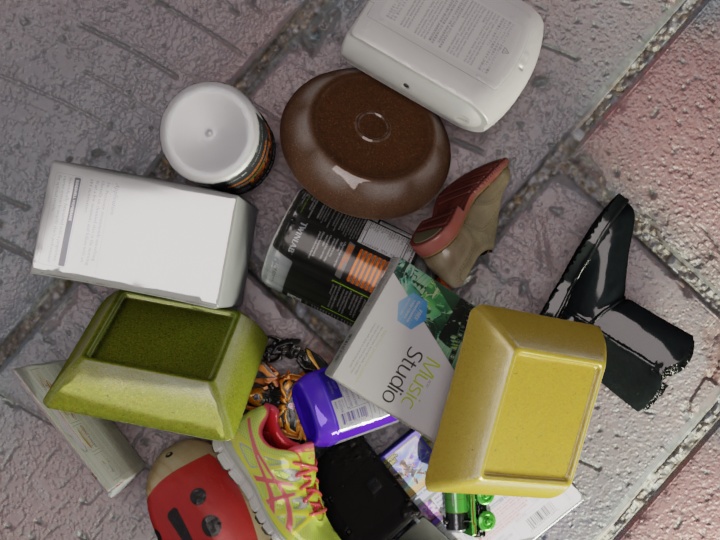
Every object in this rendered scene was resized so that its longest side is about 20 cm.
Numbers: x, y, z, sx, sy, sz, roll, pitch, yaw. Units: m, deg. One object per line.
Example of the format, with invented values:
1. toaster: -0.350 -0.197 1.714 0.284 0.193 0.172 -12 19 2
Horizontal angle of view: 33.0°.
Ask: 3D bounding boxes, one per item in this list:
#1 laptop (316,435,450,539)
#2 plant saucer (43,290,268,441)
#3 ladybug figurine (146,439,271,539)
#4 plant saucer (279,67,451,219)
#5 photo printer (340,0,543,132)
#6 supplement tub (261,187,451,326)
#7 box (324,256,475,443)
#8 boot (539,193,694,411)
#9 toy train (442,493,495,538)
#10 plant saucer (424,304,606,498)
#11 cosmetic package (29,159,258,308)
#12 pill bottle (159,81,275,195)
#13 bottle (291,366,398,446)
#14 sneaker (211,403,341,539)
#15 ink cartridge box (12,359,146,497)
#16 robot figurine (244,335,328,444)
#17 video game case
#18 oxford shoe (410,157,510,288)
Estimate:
1. laptop: 0.003 0.314 1.361 0.177 0.103 0.200 -43 63 4
2. plant saucer: -0.208 0.086 1.285 0.198 0.200 0.048 10 120 2
3. ladybug figurine: -0.174 0.281 1.347 0.136 0.072 0.200 -49 67 24
4. plant saucer: 0.010 -0.152 1.354 0.198 0.037 0.202 7 62 -12
5. photo printer: 0.100 -0.259 1.366 0.199 0.070 0.167 29 68 1
6. supplement tub: 0.000 0.000 1.354 0.199 0.123 0.123 26 89 1
7. box: 0.081 0.099 1.286 0.199 0.036 0.145 33 83 -16
8. boot: 0.305 0.038 1.369 0.167 0.076 0.201 30 96 5
9. toy train: 0.113 0.195 1.336 0.056 0.042 0.202 -2 89 -23
10. plant saucer: 0.177 0.149 1.274 0.199 0.048 0.202 11 98 -37
11. cosmetic package: -0.225 -0.035 1.320 0.198 0.199 0.124 12 89 1
12. pill bottle: -0.148 -0.138 1.321 0.105 0.200 0.107 0 89 3
13. bottle: 0.026 0.130 1.352 0.198 0.065 0.084 -17 76 -22
14. sneaker: -0.073 0.228 1.301 0.090 0.078 0.200 -44 75 13
15. ink cartridge box: -0.313 0.176 1.316 0.050 0.200 0.163 -38 88 2
16. robot figurine: -0.132 0.140 1.384 0.198 0.058 0.146 12 90 2
17. video game case: 0.121 0.247 1.384 0.200 0.045 0.182 -38 89 0
18. oxford shoe: 0.122 -0.054 1.348 0.075 0.070 0.200 56 46 -16
